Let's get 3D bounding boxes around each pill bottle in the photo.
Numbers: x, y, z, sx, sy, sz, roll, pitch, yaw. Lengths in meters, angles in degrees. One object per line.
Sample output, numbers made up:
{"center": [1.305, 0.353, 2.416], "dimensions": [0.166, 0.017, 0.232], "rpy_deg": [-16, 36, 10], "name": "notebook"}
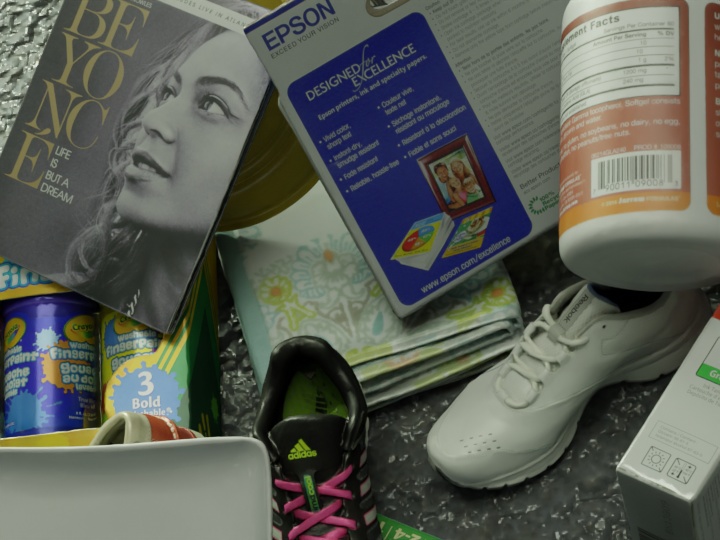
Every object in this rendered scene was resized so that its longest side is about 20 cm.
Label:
{"center": [0.168, -0.098, 1.122], "dimensions": [0.111, 0.112, 0.201], "rpy_deg": [-2, 72, 14], "name": "pill bottle"}

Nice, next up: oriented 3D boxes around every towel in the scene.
{"center": [0.000, 0.000, 1.276], "dimensions": [0.170, 0.048, 0.201], "rpy_deg": [-19, 53, -2], "name": "towel"}

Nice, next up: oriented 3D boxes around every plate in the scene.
{"center": [-0.135, 0.192, 1.089], "dimensions": [0.199, 0.032, 0.201], "rpy_deg": [-3, 91, 15], "name": "plate"}

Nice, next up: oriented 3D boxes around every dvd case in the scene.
{"center": [-0.139, -0.082, 1.205], "dimensions": [0.148, 0.016, 0.201], "rpy_deg": [23, 91, 18], "name": "dvd case"}

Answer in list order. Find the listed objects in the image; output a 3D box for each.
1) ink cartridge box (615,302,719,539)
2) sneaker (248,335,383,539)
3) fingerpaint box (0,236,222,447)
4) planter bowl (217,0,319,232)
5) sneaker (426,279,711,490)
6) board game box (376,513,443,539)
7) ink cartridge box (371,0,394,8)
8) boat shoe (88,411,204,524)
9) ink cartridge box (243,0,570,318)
{"center": [0.216, 0.069, 1.124], "dimensions": [0.050, 0.109, 0.200], "rpy_deg": [22, 63, 28], "name": "ink cartridge box"}
{"center": [-0.026, 0.121, 1.120], "dimensions": [0.073, 0.088, 0.201], "rpy_deg": [-9, 57, 7], "name": "sneaker"}
{"center": [-0.191, 0.054, 1.244], "dimensions": [0.199, 0.073, 0.168], "rpy_deg": [-6, 70, 11], "name": "fingerpaint box"}
{"center": [-0.106, -0.127, 1.254], "dimensions": [0.199, 0.083, 0.202], "rpy_deg": [-1, 87, 17], "name": "planter bowl"}
{"center": [0.117, 0.050, 1.180], "dimensions": [0.200, 0.087, 0.075], "rpy_deg": [-38, 56, -11], "name": "sneaker"}
{"center": [-0.023, 0.230, 1.122], "dimensions": [0.151, 0.037, 0.201], "rpy_deg": [18, 63, 26], "name": "board game box"}
{"center": [0.034, -0.199, 1.292], "dimensions": [0.199, 0.147, 0.084], "rpy_deg": [-11, 27, 43], "name": "ink cartridge box"}
{"center": [-0.165, 0.163, 1.149], "dimensions": [0.200, 0.062, 0.071], "rpy_deg": [-52, 48, 13], "name": "boat shoe"}
{"center": [0.058, -0.106, 1.191], "dimensions": [0.197, 0.201, 0.047], "rpy_deg": [-30, 14, -4], "name": "ink cartridge box"}
